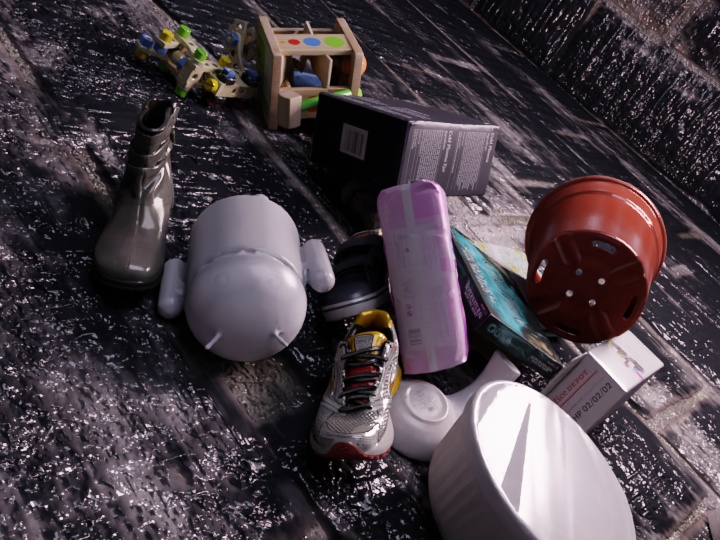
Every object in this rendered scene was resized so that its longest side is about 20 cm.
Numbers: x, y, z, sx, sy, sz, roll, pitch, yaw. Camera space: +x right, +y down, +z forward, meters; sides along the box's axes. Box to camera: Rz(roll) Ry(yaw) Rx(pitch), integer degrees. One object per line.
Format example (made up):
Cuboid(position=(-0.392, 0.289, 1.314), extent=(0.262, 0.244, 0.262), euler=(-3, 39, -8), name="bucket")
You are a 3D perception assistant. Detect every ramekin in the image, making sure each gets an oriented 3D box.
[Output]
Cuboid(position=(0.151, 0.212, 0.720), extent=(0.201, 0.094, 0.203), euler=(30, 33, -22), name="ramekin")

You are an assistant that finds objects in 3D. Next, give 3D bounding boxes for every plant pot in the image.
Cuboid(position=(0.306, -0.007, 1.030), extent=(0.200, 0.202, 0.195), euler=(38, 27, 5), name="plant pot")

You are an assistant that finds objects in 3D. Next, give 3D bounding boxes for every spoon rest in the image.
Cuboid(position=(0.091, 0.144, 0.829), extent=(0.199, 0.061, 0.100), euler=(-16, 54, -40), name="spoon rest")

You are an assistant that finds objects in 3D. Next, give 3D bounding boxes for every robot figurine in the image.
Cuboid(position=(-0.110, 0.006, 0.739), extent=(0.167, 0.114, 0.201), euler=(-11, 38, 0), name="robot figurine")

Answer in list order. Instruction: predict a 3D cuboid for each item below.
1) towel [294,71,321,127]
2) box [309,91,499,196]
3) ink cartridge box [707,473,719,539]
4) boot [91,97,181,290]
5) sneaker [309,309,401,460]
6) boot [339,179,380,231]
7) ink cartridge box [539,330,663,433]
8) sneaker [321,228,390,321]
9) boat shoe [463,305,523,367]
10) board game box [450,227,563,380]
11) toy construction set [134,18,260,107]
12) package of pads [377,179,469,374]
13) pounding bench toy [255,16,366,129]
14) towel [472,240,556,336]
Cuboid(position=(-0.049, -0.268, 1.301), extent=(0.111, 0.049, 0.201), euler=(0, 45, -47), name="towel")
Cuboid(position=(0.060, -0.180, 1.099), extent=(0.181, 0.105, 0.199), euler=(-7, 25, -39), name="box")
Cuboid(position=(0.502, 0.354, 0.940), extent=(0.199, 0.068, 0.117), euler=(36, 27, -3), name="ink cartridge box")
Cuboid(position=(-0.210, -0.082, 0.733), extent=(0.067, 0.132, 0.201), euler=(8, 33, -12), name="boot")
Cuboid(position=(-0.004, 0.104, 0.722), extent=(0.077, 0.083, 0.200), euler=(1, 25, 6), name="sneaker")
Cuboid(position=(0.069, -0.051, 1.090), extent=(0.198, 0.070, 0.175), euler=(1, 43, -32), name="boot")
Cuboid(position=(0.290, 0.151, 0.963), extent=(0.068, 0.116, 0.199), euler=(48, 31, 22), name="ink cartridge box")
Cuboid(position=(0.000, 0.000, 0.892), extent=(0.200, 0.078, 0.080), euler=(-36, 110, -69), name="sneaker")
Cuboid(position=(0.138, 0.056, 0.992), extent=(0.199, 0.073, 0.063), euler=(28, 21, -21), name="boat shoe")
Cuboid(position=(0.165, 0.033, 0.947), extent=(0.135, 0.028, 0.201), euler=(33, 22, -29), name="board game box")
Cuboid(position=(-0.221, -0.308, 1.137), extent=(0.131, 0.093, 0.199), euler=(43, 39, 14), name="toy construction set")
Cuboid(position=(0.069, 0.005, 0.840), extent=(0.120, 0.075, 0.203), euler=(-16, 97, -80), name="package of pads")
Cuboid(position=(-0.065, -0.282, 1.166), extent=(0.154, 0.125, 0.201), euler=(-5, 43, -17), name="pounding bench toy")
Cuboid(position=(0.223, 0.027, 1.157), extent=(0.199, 0.048, 0.172), euler=(8, 36, -42), name="towel")
